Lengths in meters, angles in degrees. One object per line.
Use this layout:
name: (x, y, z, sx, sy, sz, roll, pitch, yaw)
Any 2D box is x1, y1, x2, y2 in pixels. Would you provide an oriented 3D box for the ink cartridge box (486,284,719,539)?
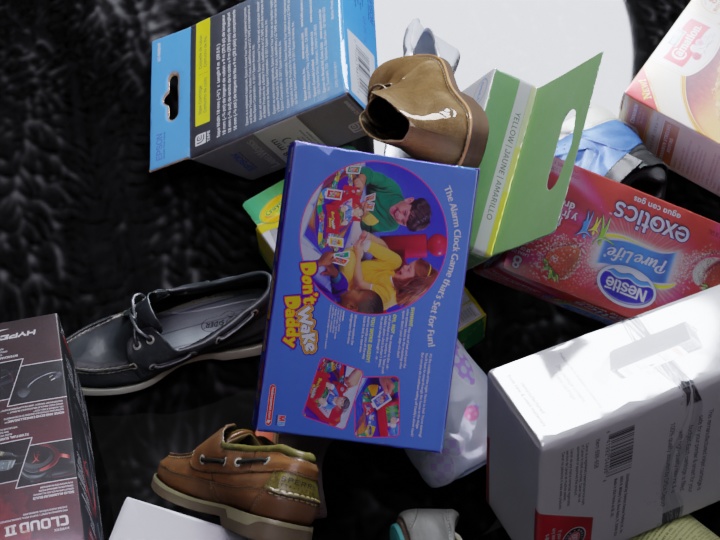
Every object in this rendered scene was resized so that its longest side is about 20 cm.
ink cartridge box: (0.195, 0.113, 1.172, 0.198, 0.145, 0.084, -18, 45, -16)

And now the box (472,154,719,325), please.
box: (0.200, -0.009, 1.266, 0.198, 0.100, 0.096, 21, 85, -9)

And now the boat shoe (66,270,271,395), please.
boat shoe: (-0.152, 0.043, 1.290, 0.197, 0.066, 0.075, -9, 50, -5)

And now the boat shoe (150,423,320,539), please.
boat shoe: (-0.083, 0.145, 1.156, 0.071, 0.199, 0.069, 17, 85, -33)

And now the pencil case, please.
pencil case: (0.037, 0.062, 1.223, 0.090, 0.083, 0.201, -34, 95, 13)

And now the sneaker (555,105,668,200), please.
sneaker: (0.166, -0.053, 1.348, 0.199, 0.077, 0.111, -29, 54, -24)

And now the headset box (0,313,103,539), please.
headset box: (-0.231, 0.157, 1.178, 0.074, 0.149, 0.202, -10, 60, -6)

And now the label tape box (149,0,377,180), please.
label tape box: (-0.083, -0.161, 1.406, 0.198, 0.063, 0.145, -19, 56, 25)

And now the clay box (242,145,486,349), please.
clay box: (0.000, 0.000, 1.332, 0.114, 0.048, 0.201, -29, 63, -14)

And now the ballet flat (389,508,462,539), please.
ballet flat: (0.069, 0.262, 1.169, 0.063, 0.068, 0.202, -5, 59, -12)

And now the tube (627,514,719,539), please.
tube: (0.220, 0.196, 1.223, 0.199, 0.058, 0.052, 35, 107, 24)

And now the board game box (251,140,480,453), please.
board game box: (0.003, 0.019, 1.154, 0.133, 0.045, 0.202, 8, 89, -8)

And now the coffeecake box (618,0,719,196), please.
coffeecake box: (0.343, -0.137, 1.403, 0.199, 0.073, 0.154, 30, 64, 17)

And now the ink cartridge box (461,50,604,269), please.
ink cartridge box: (0.101, -0.080, 1.223, 0.048, 0.200, 0.147, 21, 73, -14)

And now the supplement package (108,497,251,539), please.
supplement package: (-0.092, 0.272, 1.133, 0.198, 0.111, 0.157, 16, 61, 8)

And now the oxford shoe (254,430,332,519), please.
oxford shoe: (-0.039, 0.093, 1.257, 0.072, 0.071, 0.202, 11, 79, -1)

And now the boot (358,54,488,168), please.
boot: (0.031, -0.130, 1.256, 0.075, 0.074, 0.200, 12, 16, -20)

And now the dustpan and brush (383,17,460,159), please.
dustpan and brush: (0.049, -0.164, 1.408, 0.057, 0.140, 0.201, 22, 35, 1)
